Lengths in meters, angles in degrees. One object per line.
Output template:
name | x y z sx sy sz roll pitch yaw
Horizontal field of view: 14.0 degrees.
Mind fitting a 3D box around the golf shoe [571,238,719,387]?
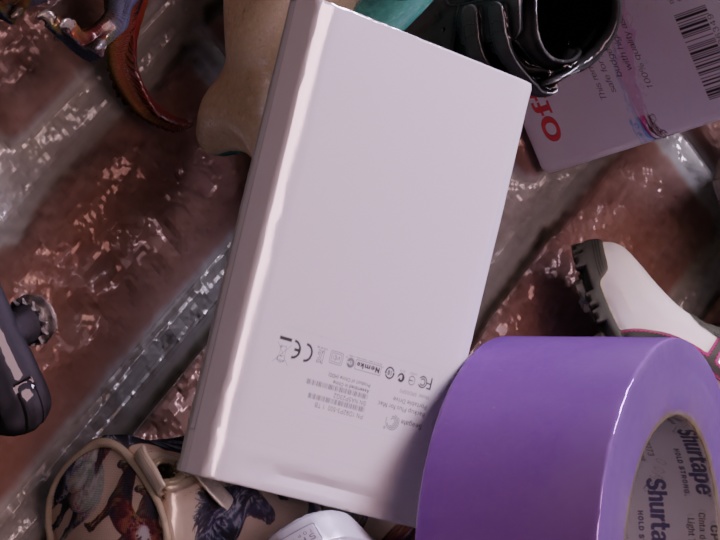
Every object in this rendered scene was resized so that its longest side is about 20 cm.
golf shoe | 0.179 0.058 1.449 0.088 0.077 0.200 -34 75 1

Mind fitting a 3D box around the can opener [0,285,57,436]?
can opener | -0.185 -0.019 1.215 0.078 0.063 0.201 -24 96 -39

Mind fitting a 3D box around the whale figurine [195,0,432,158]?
whale figurine | -0.004 -0.135 1.322 0.103 0.159 0.201 21 88 -34

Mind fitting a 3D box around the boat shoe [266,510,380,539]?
boat shoe | 0.008 0.157 1.286 0.062 0.072 0.200 61 13 23

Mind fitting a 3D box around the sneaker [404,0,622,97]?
sneaker | 0.038 -0.092 1.350 0.200 0.099 0.071 -43 115 -6

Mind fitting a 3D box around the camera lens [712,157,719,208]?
camera lens | 0.280 0.005 1.528 0.159 0.160 0.201 -16 90 -40

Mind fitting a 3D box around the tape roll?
tape roll | 0.100 0.129 1.295 0.200 0.085 0.201 1 90 -65

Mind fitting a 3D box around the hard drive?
hard drive | 0.000 0.000 1.245 0.132 0.026 0.201 18 84 -42

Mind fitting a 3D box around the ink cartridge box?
ink cartridge box | 0.172 -0.157 1.449 0.146 0.200 0.147 -30 99 -41

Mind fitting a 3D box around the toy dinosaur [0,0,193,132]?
toy dinosaur | -0.111 -0.189 1.282 0.182 0.105 0.200 -63 154 -11

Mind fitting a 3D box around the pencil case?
pencil case | -0.036 0.097 1.293 0.199 0.089 0.078 -9 73 -41
